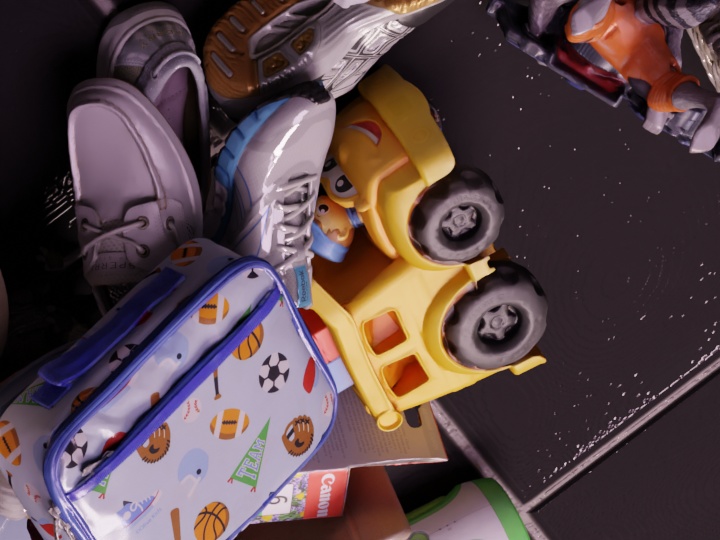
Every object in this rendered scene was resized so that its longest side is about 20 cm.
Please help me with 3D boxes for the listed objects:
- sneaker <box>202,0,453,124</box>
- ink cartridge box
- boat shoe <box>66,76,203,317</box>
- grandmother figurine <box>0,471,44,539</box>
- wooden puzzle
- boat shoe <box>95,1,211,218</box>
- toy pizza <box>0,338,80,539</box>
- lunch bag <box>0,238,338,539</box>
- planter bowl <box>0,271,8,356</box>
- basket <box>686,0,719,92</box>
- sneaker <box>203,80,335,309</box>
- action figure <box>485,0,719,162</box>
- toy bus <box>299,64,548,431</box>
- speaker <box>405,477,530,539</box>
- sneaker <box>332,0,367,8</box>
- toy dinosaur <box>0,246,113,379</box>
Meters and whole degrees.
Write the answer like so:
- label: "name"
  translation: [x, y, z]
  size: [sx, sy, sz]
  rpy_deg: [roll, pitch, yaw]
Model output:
- label: "sneaker"
  translation: [-0.007, -0.155, 1.621]
  size: [0.199, 0.076, 0.088]
  rpy_deg: [-29, 158, -8]
- label: "ink cartridge box"
  translation: [-0.053, 0.109, 1.754]
  size: [0.199, 0.109, 0.051]
  rpy_deg: [-3, 133, -13]
- label: "boat shoe"
  translation: [-0.131, -0.013, 1.566]
  size: [0.070, 0.069, 0.201]
  rpy_deg: [-6, 115, 26]
- label: "grandmother figurine"
  translation: [-0.166, 0.148, 1.610]
  size: [0.060, 0.122, 0.200]
  rpy_deg: [-9, 153, 19]
- label: "wooden puzzle"
  translation: [-0.059, 0.194, 1.801]
  size: [0.200, 0.185, 0.037]
  rpy_deg: [-42, 120, 9]
- label: "boat shoe"
  translation: [-0.122, -0.064, 1.617]
  size: [0.074, 0.065, 0.203]
  rpy_deg: [-12, 133, -23]
- label: "toy pizza"
  translation: [-0.206, 0.113, 1.631]
  size: [0.200, 0.032, 0.201]
  rpy_deg: [-39, 154, -23]
- label: "lunch bag"
  translation: [-0.112, 0.087, 1.530]
  size: [0.200, 0.075, 0.161]
  rpy_deg: [-46, 133, -24]
- label: "planter bowl"
  translation: [-0.285, 0.030, 1.525]
  size: [0.134, 0.200, 0.201]
  rpy_deg: [-21, 143, -54]
- label: "basket"
  translation: [0.342, -0.136, 1.780]
  size: [0.198, 0.161, 0.200]
  rpy_deg: [-36, 139, 1]
- label: "sneaker"
  translation: [-0.049, -0.023, 1.602]
  size: [0.075, 0.087, 0.201]
  rpy_deg: [-18, 145, -42]
- label: "action figure"
  translation: [0.187, -0.138, 1.663]
  size: [0.199, 0.194, 0.105]
  rpy_deg: [29, 104, -14]
- label: "toy bus"
  translation: [0.000, 0.000, 1.697]
  size: [0.191, 0.136, 0.201]
  rpy_deg: [-28, 129, -3]
- label: "speaker"
  translation: [0.024, 0.227, 1.959]
  size: [0.199, 0.089, 0.089]
  rpy_deg: [-26, 137, -10]
- label: "sneaker"
  translation: [0.078, -0.200, 1.554]
  size: [0.200, 0.115, 0.075]
  rpy_deg: [-44, 172, -15]
- label: "toy dinosaur"
  translation: [-0.193, 0.046, 1.681]
  size: [0.199, 0.077, 0.102]
  rpy_deg: [5, 143, -49]
